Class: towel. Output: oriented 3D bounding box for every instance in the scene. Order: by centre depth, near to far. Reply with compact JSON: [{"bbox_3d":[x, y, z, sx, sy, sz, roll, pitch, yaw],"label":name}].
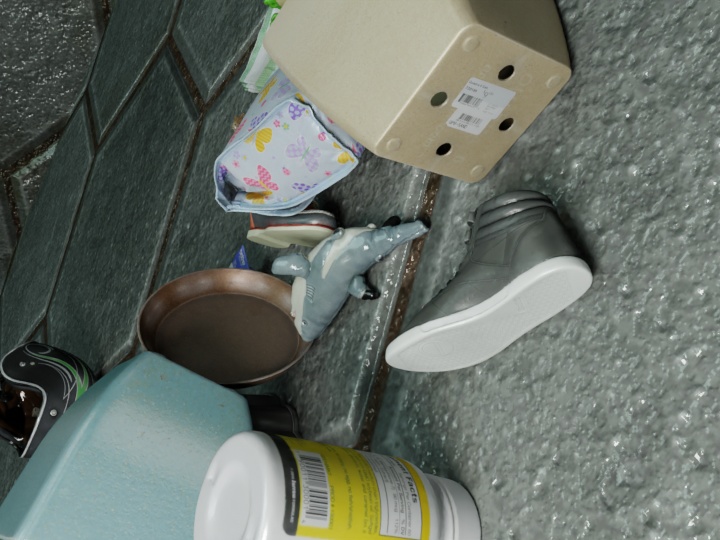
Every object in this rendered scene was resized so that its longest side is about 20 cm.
[{"bbox_3d":[-0.113,-0.334,1.211,0.200,0.031,0.150,27,98,58],"label":"towel"}]

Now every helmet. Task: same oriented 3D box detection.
[{"bbox_3d":[-0.568,0.241,1.476,0.200,0.190,0.200,-53,-4,-5],"label":"helmet"}]

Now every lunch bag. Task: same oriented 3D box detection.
[{"bbox_3d":[-0.069,-0.160,0.925,0.200,0.127,0.170,-26,30,41],"label":"lunch bag"}]

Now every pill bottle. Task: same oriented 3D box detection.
[{"bbox_3d":[-0.013,0.193,0.615,0.114,0.199,0.115,-32,49,45],"label":"pill bottle"}]

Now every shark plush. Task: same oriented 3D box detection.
[{"bbox_3d":[0.000,0.000,0.864,0.199,0.091,0.084,-28,69,23],"label":"shark plush"}]

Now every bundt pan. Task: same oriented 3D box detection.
[{"bbox_3d":[-0.149,0.232,0.931,0.202,0.075,0.203,-33,48,47],"label":"bundt pan"}]

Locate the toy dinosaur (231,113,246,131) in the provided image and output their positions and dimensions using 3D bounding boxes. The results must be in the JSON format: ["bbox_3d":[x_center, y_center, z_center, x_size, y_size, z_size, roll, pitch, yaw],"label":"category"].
[{"bbox_3d":[-0.126,-0.147,1.097,0.200,0.060,0.107,85,175,-75],"label":"toy dinosaur"}]

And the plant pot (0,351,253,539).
[{"bbox_3d":[-0.214,0.195,0.796,0.196,0.195,0.201,-25,41,56],"label":"plant pot"}]

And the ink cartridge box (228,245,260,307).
[{"bbox_3d":[-0.178,0.078,1.089,0.200,0.042,0.120,-56,36,29],"label":"ink cartridge box"}]

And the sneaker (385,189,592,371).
[{"bbox_3d":[0.095,0.009,0.672,0.200,0.071,0.100,-36,44,36],"label":"sneaker"}]

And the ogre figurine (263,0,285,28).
[{"bbox_3d":[-0.060,-0.308,0.973,0.200,0.098,0.121,-28,63,41],"label":"ogre figurine"}]

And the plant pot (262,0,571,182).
[{"bbox_3d":[0.063,-0.194,0.721,0.200,0.199,0.178,-49,49,32],"label":"plant pot"}]

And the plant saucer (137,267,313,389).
[{"bbox_3d":[-0.151,0.069,0.927,0.201,0.199,0.035,-116,27,-49],"label":"plant saucer"}]

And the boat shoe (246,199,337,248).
[{"bbox_3d":[-0.082,-0.064,0.989,0.200,0.071,0.063,2,73,62],"label":"boat shoe"}]
